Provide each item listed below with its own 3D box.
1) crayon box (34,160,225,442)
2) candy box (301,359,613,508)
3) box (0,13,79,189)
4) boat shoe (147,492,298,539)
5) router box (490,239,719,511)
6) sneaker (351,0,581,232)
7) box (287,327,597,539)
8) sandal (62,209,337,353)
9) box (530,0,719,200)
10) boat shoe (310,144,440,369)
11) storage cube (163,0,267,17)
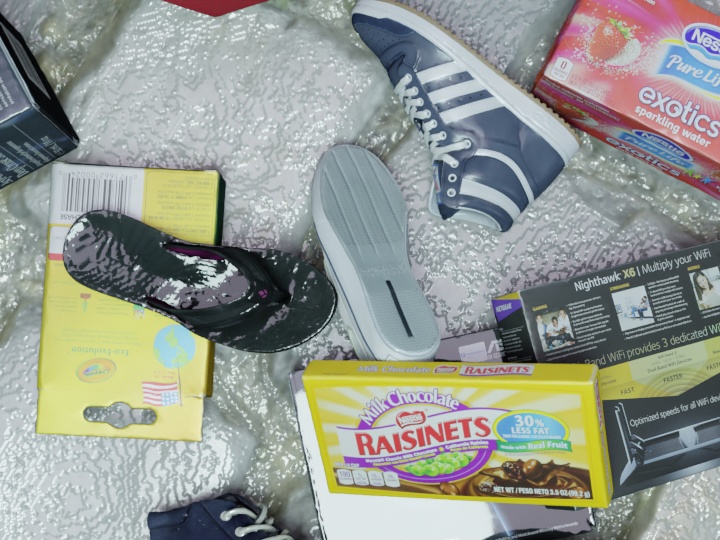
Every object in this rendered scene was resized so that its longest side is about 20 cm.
[{"bbox_3d":[-0.170,0.024,0.989,0.127,0.051,0.200,4,85,0],"label":"crayon box"},{"bbox_3d":[0.064,0.109,0.896,0.200,0.026,0.102,-1,116,21],"label":"candy box"},{"bbox_3d":[-0.324,-0.100,0.950,0.200,0.148,0.107,-29,86,-2],"label":"box"},{"bbox_3d":[-0.068,0.201,0.940,0.200,0.075,0.093,-12,82,22],"label":"boat shoe"},{"bbox_3d":[0.209,0.071,0.960,0.200,0.052,0.157,-13,86,-18],"label":"router box"},{"bbox_3d":[0.056,-0.111,0.992,0.200,0.070,0.109,36,84,0],"label":"sneaker"},{"bbox_3d":[0.059,0.132,0.985,0.200,0.044,0.160,-11,86,-1],"label":"box"},{"bbox_3d":[-0.117,0.010,0.936,0.200,0.048,0.075,14,88,5],"label":"sandal"},{"bbox_3d":[0.236,-0.132,0.981,0.200,0.095,0.100,27,85,2],"label":"box"},{"bbox_3d":[0.000,0.000,0.971,0.073,0.067,0.200,2,52,-21],"label":"boat shoe"},{"bbox_3d":[-0.090,-0.293,0.927,0.200,0.180,0.171,-13,85,24],"label":"storage cube"}]
